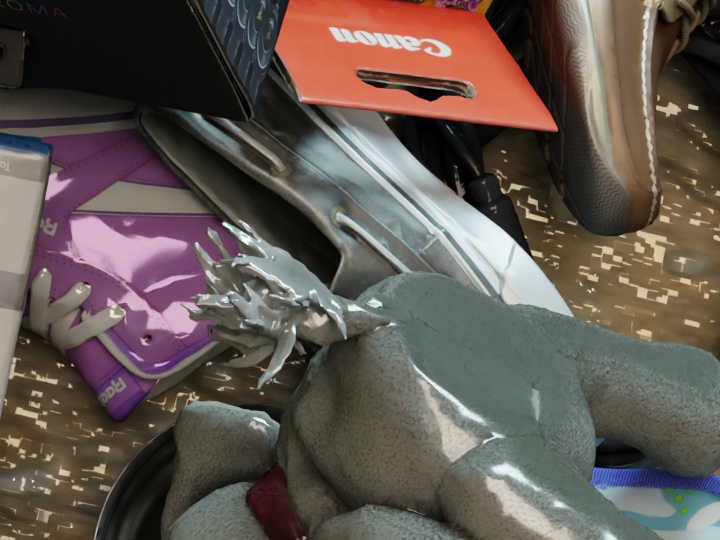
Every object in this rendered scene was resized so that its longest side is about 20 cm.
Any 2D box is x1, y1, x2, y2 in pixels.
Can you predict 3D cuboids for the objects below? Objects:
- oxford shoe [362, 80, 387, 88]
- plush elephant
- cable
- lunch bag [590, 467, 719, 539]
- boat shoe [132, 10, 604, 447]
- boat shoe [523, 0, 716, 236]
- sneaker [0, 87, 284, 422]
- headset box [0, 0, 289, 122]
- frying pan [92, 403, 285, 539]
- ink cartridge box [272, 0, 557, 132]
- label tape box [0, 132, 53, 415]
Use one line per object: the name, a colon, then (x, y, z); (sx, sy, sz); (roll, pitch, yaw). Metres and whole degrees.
oxford shoe: (-0.077, -0.122, 1.068); (0.199, 0.071, 0.074); (21, 47, -6)
plush elephant: (0.005, 0.088, 0.921); (0.200, 0.155, 0.165); (26, 31, -15)
cable: (0.093, -0.023, 1.073); (0.163, 0.051, 0.201); (10, 74, -6)
lunch bag: (0.113, 0.164, 0.990); (0.199, 0.128, 0.171); (15, 65, 1)
boat shoe: (0.000, 0.000, 1.005); (0.200, 0.072, 0.071); (46, 64, 0)
boat shoe: (0.095, -0.109, 1.047); (0.072, 0.076, 0.201); (-2, 70, -7)
sneaker: (-0.119, -0.001, 1.014); (0.200, 0.073, 0.115); (-8, 79, -14)
headset box: (-0.098, -0.155, 0.933); (0.174, 0.093, 0.201); (10, 71, 15)
frying pan: (-0.005, 0.117, 1.023); (0.190, 0.031, 0.115); (22, 76, -15)
ink cartridge box: (-0.003, -0.133, 1.021); (0.109, 0.050, 0.200); (4, 40, -32)
label tape box: (-0.188, 0.043, 0.950); (0.144, 0.063, 0.201); (11, 95, -8)
